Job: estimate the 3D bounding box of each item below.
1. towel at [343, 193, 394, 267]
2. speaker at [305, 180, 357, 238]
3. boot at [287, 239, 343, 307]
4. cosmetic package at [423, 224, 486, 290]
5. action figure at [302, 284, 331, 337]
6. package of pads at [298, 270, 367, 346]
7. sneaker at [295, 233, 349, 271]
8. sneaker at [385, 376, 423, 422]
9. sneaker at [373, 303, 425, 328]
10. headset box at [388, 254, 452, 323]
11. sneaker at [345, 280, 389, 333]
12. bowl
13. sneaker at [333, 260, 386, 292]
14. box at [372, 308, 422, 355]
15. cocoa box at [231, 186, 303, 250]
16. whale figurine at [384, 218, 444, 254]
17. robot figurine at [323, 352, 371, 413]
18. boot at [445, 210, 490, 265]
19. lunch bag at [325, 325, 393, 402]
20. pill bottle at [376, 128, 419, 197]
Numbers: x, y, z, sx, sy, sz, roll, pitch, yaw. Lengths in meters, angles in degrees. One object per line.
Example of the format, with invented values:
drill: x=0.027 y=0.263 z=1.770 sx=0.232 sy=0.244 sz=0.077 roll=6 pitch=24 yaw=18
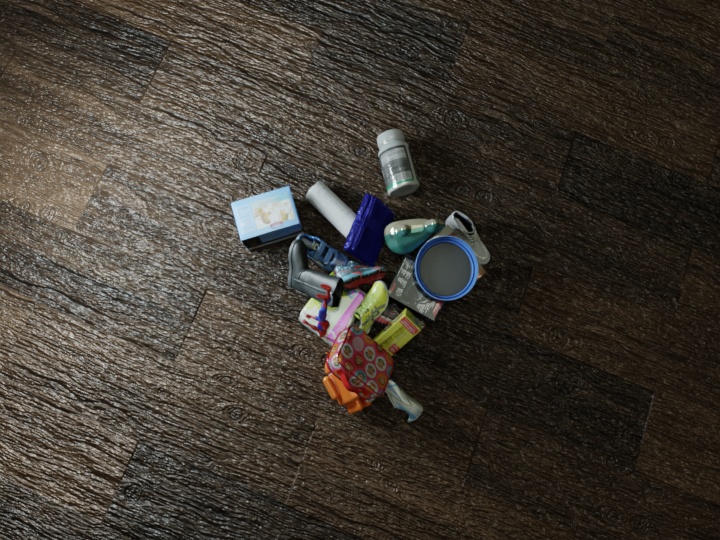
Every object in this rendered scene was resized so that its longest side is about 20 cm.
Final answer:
towel: x=0.035 y=-0.128 z=1.696 sx=0.147 sy=0.049 sz=0.203 roll=32 pitch=76 yaw=-40
speaker: x=-0.087 y=-0.202 z=1.729 sx=0.200 sy=0.081 sz=0.081 roll=43 pitch=80 yaw=7
boot: x=-0.136 y=0.008 z=1.604 sx=0.198 sy=0.065 sz=0.168 roll=23 pitch=117 yaw=39
cosmetic package: x=0.306 y=-0.036 z=1.704 sx=0.103 sy=0.087 sz=0.201 roll=-39 pitch=82 yaw=-6
action figure: x=-0.137 y=0.126 z=1.555 sx=0.097 sy=0.203 sz=0.066 roll=12 pitch=43 yaw=10
package of pads: x=-0.087 y=0.120 z=1.670 sx=0.153 sy=0.068 sz=0.201 roll=35 pitch=79 yaw=5
sneaker: x=-0.129 y=-0.058 z=1.699 sx=0.197 sy=0.082 sz=0.075 roll=26 pitch=76 yaw=3
sneaker: x=0.106 y=0.387 z=1.623 sx=0.200 sy=0.072 sz=0.073 roll=44 pitch=89 yaw=10
sneaker: x=0.112 y=0.147 z=1.665 sx=0.196 sy=0.081 sz=0.076 roll=16 pitch=76 yaw=2
headset box: x=0.197 y=0.065 z=1.686 sx=0.197 sy=0.077 sz=0.151 roll=28 pitch=80 yaw=3
sneaker: x=0.023 y=0.125 z=1.605 sx=0.075 sy=0.076 sz=0.203 roll=29 pitch=96 yaw=27
bowl: x=0.268 y=-0.006 z=1.635 sx=0.196 sy=0.039 sz=0.205 roll=0 pitch=82 yaw=2
sneaker: x=0.000 y=0.000 z=1.663 sx=0.198 sy=0.080 sz=0.096 roll=-8 pitch=50 yaw=-43
box: x=0.097 y=0.212 z=1.611 sx=0.075 sy=0.050 sz=0.200 roll=43 pitch=112 yaw=-8
cocoa box: x=-0.299 y=-0.167 z=1.690 sx=0.196 sy=0.131 sz=0.136 roll=-17 pitch=79 yaw=-5
whale figurine: x=0.172 y=-0.111 z=1.674 sx=0.197 sy=0.158 sz=0.106 roll=-10 pitch=85 yaw=29
robot figurine: x=-0.038 y=0.333 z=1.607 sx=0.142 sy=0.117 sz=0.203 roll=-25 pitch=81 yaw=-4
boot: x=0.358 y=-0.106 z=1.715 sx=0.073 sy=0.096 sz=0.200 roll=-41 pitch=83 yaw=-9
lunch bag: x=-0.002 y=0.281 z=1.524 sx=0.200 sy=0.082 sz=0.177 roll=43 pitch=43 yaw=-16
pill bottle: x=0.123 y=-0.360 z=1.751 sx=0.111 sy=0.113 sz=0.204 roll=-12 pitch=79 yaw=-4
